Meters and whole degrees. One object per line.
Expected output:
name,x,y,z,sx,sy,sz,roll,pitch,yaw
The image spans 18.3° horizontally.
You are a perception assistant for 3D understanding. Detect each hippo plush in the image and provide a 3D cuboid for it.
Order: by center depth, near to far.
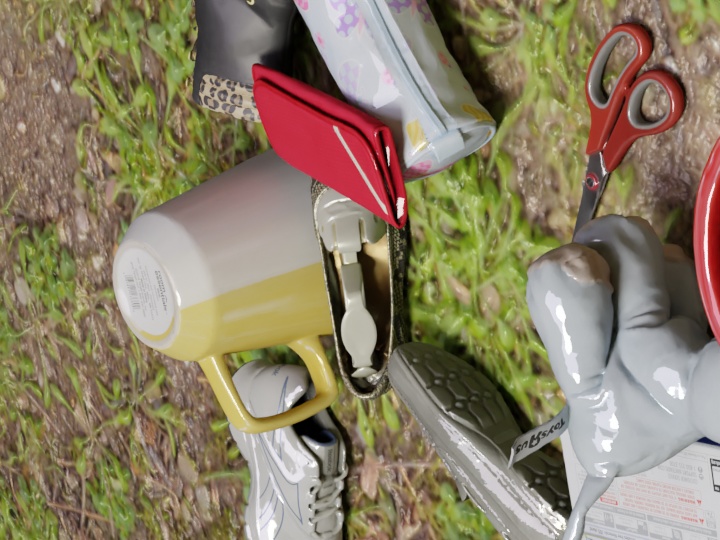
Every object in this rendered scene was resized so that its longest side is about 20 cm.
hippo plush,0.192,0.046,1.300,0.161,0.200,0.159,-9,117,44

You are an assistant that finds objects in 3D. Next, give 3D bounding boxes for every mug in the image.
mug,-0.089,0.010,1.659,0.187,0.153,0.150,49,138,26

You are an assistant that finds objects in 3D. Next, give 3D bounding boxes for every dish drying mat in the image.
dish drying mat,-0.025,-0.088,1.539,0.200,0.018,0.077,32,143,58

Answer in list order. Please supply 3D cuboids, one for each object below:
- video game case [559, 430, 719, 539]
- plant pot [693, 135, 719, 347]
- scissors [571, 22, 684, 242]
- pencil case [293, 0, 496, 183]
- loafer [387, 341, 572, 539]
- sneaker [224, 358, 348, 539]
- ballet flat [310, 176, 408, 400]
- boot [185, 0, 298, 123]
video game case,0.221,0.184,1.428,0.200,0.045,0.182,8,112,51
plant pot,0.299,-0.020,1.121,0.200,0.182,0.201,27,126,44
scissors,0.151,-0.072,1.435,0.073,0.014,0.200,50,140,22
pencil case,0.015,-0.157,1.508,0.200,0.083,0.091,63,160,9
loafer,0.084,0.132,1.562,0.200,0.070,0.070,49,130,26
sneaker,-0.047,0.167,1.748,0.087,0.074,0.200,-8,99,48
ballet flat,0.000,0.000,1.604,0.068,0.075,0.200,-4,107,12
boot,-0.112,-0.206,1.665,0.200,0.073,0.151,27,126,37
